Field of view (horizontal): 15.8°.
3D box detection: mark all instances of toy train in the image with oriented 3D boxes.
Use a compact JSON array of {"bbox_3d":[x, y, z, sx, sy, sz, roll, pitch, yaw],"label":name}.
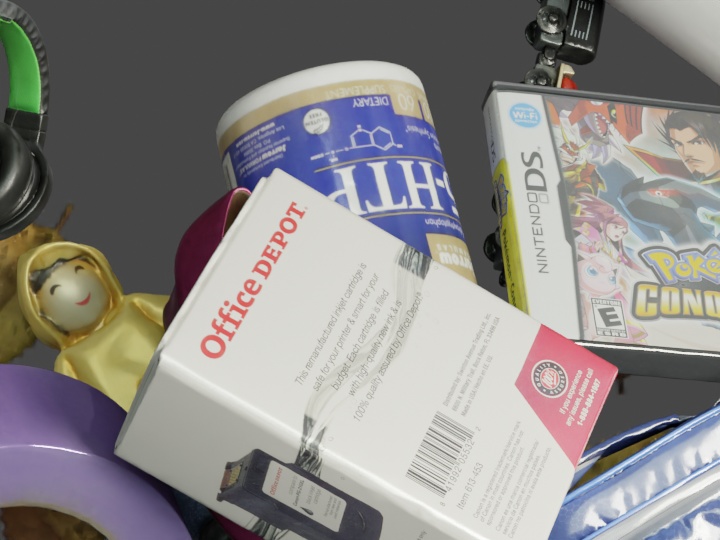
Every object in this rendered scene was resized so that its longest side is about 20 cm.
[{"bbox_3d":[0.108,-0.083,1.473,0.046,0.034,0.201,15,71,-9],"label":"toy train"}]

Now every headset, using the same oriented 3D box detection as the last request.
[{"bbox_3d":[-0.234,-0.054,1.417,0.094,0.123,0.201,11,89,27],"label":"headset"}]

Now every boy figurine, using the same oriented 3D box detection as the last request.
[{"bbox_3d":[-0.113,0.059,1.404,0.124,0.064,0.200,-36,80,-9],"label":"boy figurine"}]

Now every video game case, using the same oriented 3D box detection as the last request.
[{"bbox_3d":[0.172,-0.020,1.404,0.199,0.026,0.181,5,51,-13],"label":"video game case"}]

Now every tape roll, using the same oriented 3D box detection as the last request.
[{"bbox_3d":[-0.184,0.154,1.299,0.199,0.201,0.085,-19,30,-8],"label":"tape roll"}]

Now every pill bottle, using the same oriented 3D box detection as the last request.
[{"bbox_3d":[0.000,0.000,1.396,0.119,0.120,0.201,-13,74,-6],"label":"pill bottle"}]

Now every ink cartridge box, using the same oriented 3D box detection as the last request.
[{"bbox_3d":[0.003,0.066,1.241,0.200,0.084,0.145,30,46,-1],"label":"ink cartridge box"}]

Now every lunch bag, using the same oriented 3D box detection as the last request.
[{"bbox_3d":[0.164,0.145,1.346,0.200,0.136,0.133,-28,75,-9],"label":"lunch bag"}]

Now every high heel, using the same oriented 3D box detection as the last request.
[{"bbox_3d":[-0.053,0.056,1.310,0.067,0.096,0.200,-5,51,-31],"label":"high heel"}]

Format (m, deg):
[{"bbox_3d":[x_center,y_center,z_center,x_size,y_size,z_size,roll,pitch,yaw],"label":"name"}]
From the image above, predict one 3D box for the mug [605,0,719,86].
[{"bbox_3d":[0.227,-0.187,1.452,0.153,0.149,0.187,45,82,0],"label":"mug"}]
